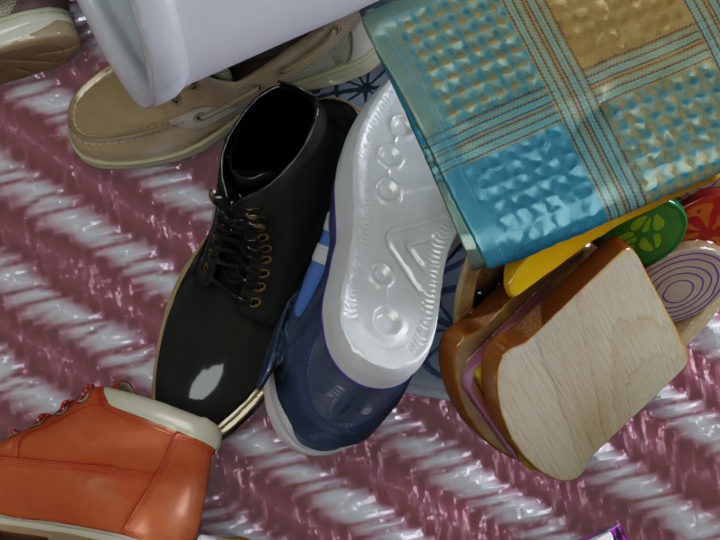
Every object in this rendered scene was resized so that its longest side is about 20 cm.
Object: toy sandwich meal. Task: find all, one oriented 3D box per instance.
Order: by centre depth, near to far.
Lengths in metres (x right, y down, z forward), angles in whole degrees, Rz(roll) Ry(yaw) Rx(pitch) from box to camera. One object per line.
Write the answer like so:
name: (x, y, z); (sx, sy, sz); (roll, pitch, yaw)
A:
toy sandwich meal: (0.130, 0.011, 1.394); (0.205, 0.205, 0.070); (-41, 46, 1)

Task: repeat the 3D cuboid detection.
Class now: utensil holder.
utensil holder: (-0.046, -0.193, 1.317); (0.199, 0.170, 0.171); (-23, 83, -12)

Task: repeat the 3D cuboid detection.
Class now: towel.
towel: (0.117, -0.099, 1.339); (0.199, 0.022, 0.147); (-22, 77, -4)

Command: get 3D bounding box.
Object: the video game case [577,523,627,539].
video game case: (0.070, 0.244, 1.326); (0.199, 0.036, 0.182); (-24, 85, 13)

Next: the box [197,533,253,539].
box: (0.001, 0.212, 1.422); (0.199, 0.112, 0.102); (16, 87, 9)

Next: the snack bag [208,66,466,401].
snack bag: (0.010, -0.028, 1.488); (0.199, 0.021, 0.190); (8, 86, 12)

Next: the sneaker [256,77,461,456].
sneaker: (0.000, 0.000, 1.423); (0.080, 0.147, 0.201); (22, 58, -12)

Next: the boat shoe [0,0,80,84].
boat shoe: (-0.254, -0.128, 1.505); (0.199, 0.072, 0.065); (-12, 72, 7)

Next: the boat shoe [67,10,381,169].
boat shoe: (-0.078, -0.113, 1.465); (0.199, 0.065, 0.073); (-19, 67, 19)

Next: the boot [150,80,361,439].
boot: (-0.067, -0.008, 1.420); (0.077, 0.138, 0.201); (24, 90, 13)

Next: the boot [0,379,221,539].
boot: (-0.162, 0.106, 1.456); (0.199, 0.075, 0.108); (10, 72, 31)
